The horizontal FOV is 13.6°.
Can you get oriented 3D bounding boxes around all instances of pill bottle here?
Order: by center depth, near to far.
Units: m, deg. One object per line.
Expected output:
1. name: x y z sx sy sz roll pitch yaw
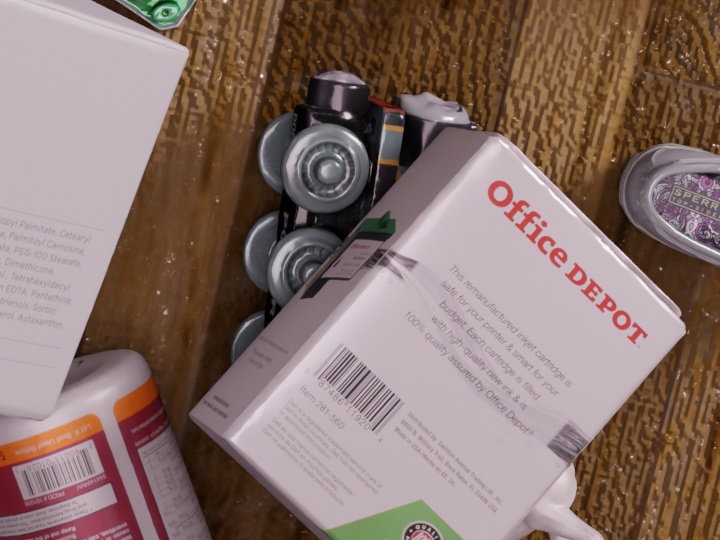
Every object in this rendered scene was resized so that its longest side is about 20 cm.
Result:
1. pill bottle: -0.129 0.151 1.554 0.109 0.110 0.201 -19 99 0

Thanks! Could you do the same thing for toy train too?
1. toy train: 0.000 0.000 1.556 0.113 0.085 0.201 6 97 -16

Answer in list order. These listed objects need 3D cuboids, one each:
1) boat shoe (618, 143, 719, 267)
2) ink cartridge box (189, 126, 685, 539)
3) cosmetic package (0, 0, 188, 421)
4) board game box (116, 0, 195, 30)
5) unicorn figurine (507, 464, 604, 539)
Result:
1. boat shoe: 0.232 -0.014 1.565 0.200 0.072 0.070 16 98 -5
2. ink cartridge box: 0.039 0.049 1.486 0.146 0.084 0.200 44 83 -16
3. cosmetic package: -0.221 -0.057 1.457 0.166 0.167 0.201 14 101 -47
4. board game box: -0.124 -0.257 1.532 0.200 0.026 0.200 34 95 -7
5. unicorn figurine: 0.078 0.124 1.577 0.199 0.074 0.138 -25 97 3
